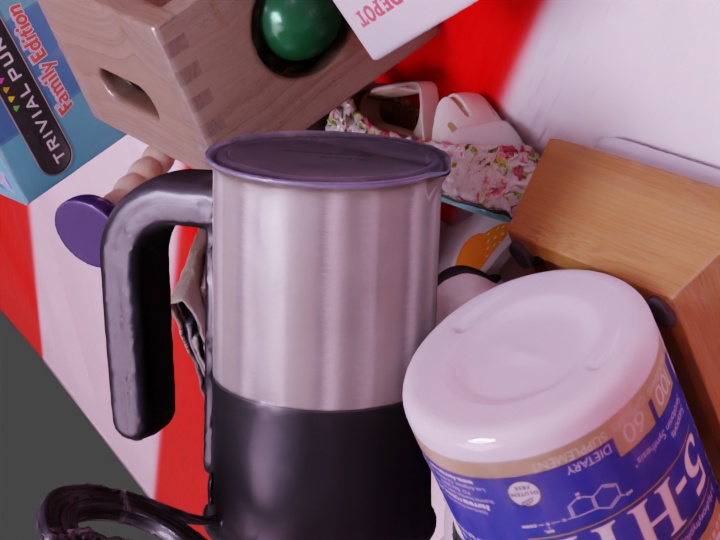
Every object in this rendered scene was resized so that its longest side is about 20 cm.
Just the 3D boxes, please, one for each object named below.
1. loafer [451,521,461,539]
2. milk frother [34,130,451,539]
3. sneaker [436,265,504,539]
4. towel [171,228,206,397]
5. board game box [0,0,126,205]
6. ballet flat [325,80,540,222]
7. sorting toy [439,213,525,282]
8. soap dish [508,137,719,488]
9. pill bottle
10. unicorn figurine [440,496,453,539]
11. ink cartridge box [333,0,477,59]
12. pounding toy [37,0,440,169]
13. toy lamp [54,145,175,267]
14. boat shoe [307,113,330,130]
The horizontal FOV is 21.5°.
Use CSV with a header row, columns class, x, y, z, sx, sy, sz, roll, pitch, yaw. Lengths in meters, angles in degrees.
class,x,y,z,sx,sy,sz,roll,pitch,yaw
loafer,0.079,0.212,1.099,0.072,0.063,0.201,-50,44,48
milk frother,-0.051,0.045,0.876,0.200,0.179,0.189,-73,-16,-74
sneaker,0.070,0.064,1.016,0.200,0.080,0.115,77,172,-49
towel,-0.068,0.016,1.315,0.034,0.201,0.193,4,139,17
board game box,-0.175,-0.161,1.201,0.047,0.200,0.152,21,143,53
ballet flat,0.041,-0.072,1.064,0.200,0.075,0.064,19,108,51
sorting toy,0.086,0.048,1.151,0.201,0.106,0.180,61,179,-20
soap dish,0.162,0.039,0.940,0.157,0.081,0.201,26,148,53
pill bottle,0.108,0.111,0.885,0.120,0.120,0.201,26,148,53
unicorn figurine,0.072,0.141,1.233,0.137,0.073,0.201,-10,-87,-72
ink cartridge box,0.006,-0.212,0.868,0.200,0.087,0.145,55,160,-8
pounding toy,-0.063,-0.118,1.039,0.200,0.184,0.143,28,149,50
toy lamp,-0.127,-0.079,1.244,0.058,0.200,0.058,18,133,20
boat shoe,-0.019,-0.067,1.187,0.200,0.070,0.070,57,-177,-37
